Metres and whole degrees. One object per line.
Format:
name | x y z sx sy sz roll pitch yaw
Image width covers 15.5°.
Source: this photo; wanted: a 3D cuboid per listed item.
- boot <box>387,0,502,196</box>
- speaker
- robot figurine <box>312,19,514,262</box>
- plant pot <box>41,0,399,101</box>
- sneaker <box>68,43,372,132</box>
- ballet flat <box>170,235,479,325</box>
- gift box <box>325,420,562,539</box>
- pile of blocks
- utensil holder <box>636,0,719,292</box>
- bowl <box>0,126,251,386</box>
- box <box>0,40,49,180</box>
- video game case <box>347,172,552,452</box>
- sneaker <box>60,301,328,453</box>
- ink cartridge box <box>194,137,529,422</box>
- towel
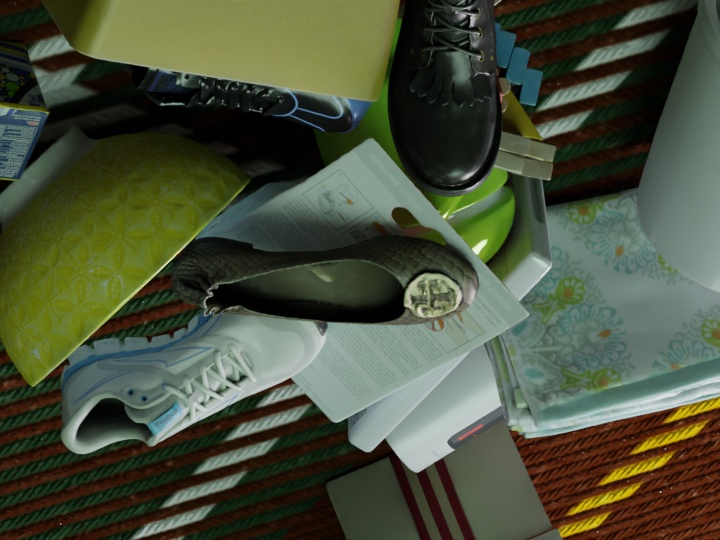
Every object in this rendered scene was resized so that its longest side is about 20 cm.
boot | 0.050 -0.157 1.522 0.069 0.200 0.174 0 167 1
speaker | 0.103 0.071 2.027 0.200 0.081 0.081 -32 139 10
robot figurine | 0.034 -0.079 1.766 0.115 0.175 0.200 -21 104 -9
plant pot | -0.080 -0.233 1.535 0.200 0.200 0.177 6 119 -30
sneaker | -0.091 -0.127 1.660 0.200 0.078 0.070 28 148 -10
ballet flat | -0.025 0.011 1.684 0.200 0.046 0.067 4 124 11
gift box | 0.097 0.257 2.143 0.184 0.187 0.200 -25 139 3
pile of blocks | 0.068 -0.141 1.647 0.082 0.062 0.200 -40 100 -3
utensil holder | 0.294 -0.101 1.862 0.170 0.170 0.200 -5 138 -21
bowl | -0.179 -0.030 1.744 0.200 0.200 0.108 -42 93 21
box | -0.302 -0.108 1.646 0.200 0.070 0.064 5 131 -30
video game case | 0.058 0.008 1.862 0.024 0.182 0.200 33 117 -21
sneaker | -0.112 0.076 1.752 0.200 0.087 0.075 -22 119 19
ink cartridge box | 0.000 0.000 1.744 0.160 0.047 0.200 48 132 -13
towel | 0.179 0.026 1.940 0.200 0.171 0.048 -12 155 -14
